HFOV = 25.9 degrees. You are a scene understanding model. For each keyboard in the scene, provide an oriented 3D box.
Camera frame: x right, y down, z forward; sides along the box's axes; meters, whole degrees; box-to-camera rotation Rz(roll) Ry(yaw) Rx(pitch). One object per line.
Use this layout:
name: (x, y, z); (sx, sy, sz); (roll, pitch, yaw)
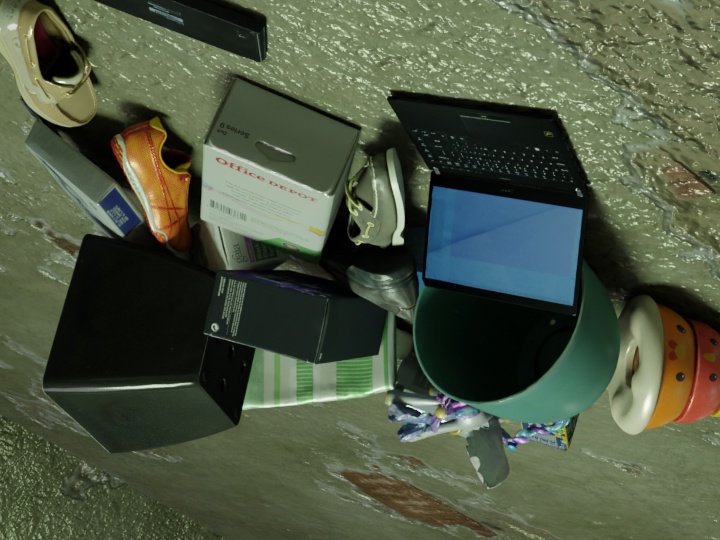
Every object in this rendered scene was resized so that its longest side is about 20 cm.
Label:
keyboard: (-0.181, -0.257, 1.460); (0.198, 0.021, 0.127); (21, 165, 5)

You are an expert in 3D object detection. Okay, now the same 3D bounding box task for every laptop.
laptop: (0.118, -0.062, 1.495); (0.176, 0.104, 0.200); (10, 156, 29)

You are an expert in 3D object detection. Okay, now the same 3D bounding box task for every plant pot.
plant pot: (-0.229, 0.091, 1.824); (0.175, 0.202, 0.200); (1, 152, 18)
plant pot: (0.179, 0.068, 1.633); (0.199, 0.203, 0.161); (6, 162, 38)

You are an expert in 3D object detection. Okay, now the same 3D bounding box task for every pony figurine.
pony figurine: (0.132, 0.159, 1.791); (0.198, 0.169, 0.192); (-6, 176, 35)

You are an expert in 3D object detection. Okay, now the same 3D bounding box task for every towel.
towel: (-0.052, 0.084, 1.885); (0.198, 0.154, 0.023); (-6, 161, 14)

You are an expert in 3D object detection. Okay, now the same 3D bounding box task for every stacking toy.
stacking toy: (0.371, 0.107, 1.660); (0.197, 0.148, 0.146); (5, 161, -8)

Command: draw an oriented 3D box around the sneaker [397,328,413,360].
sneaker: (-0.003, 0.066, 1.978); (0.199, 0.088, 0.074); (16, 173, -44)

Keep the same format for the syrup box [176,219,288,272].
syrup box: (-0.160, -0.022, 1.877); (0.081, 0.080, 0.200); (-13, 173, -25)

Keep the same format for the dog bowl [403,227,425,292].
dog bowl: (0.122, 0.023, 1.773); (0.199, 0.050, 0.111); (32, 157, -23)

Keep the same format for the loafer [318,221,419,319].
loafer: (0.000, 0.000, 1.743); (0.200, 0.072, 0.073); (34, 148, 57)

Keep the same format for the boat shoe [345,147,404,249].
boat shoe: (0.014, -0.070, 1.603); (0.059, 0.073, 0.202); (-4, 164, 0)

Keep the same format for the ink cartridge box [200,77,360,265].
ink cartridge box: (-0.088, -0.100, 1.646); (0.144, 0.088, 0.200); (22, 161, 2)

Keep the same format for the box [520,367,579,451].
box: (0.232, 0.151, 1.936); (0.064, 0.071, 0.200); (14, 157, 16)

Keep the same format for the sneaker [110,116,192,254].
sneaker: (-0.220, -0.090, 1.789); (0.201, 0.076, 0.073); (74, 170, -53)

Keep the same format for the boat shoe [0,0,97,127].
boat shoe: (-0.320, -0.212, 1.635); (0.069, 0.074, 0.200); (19, 159, 27)

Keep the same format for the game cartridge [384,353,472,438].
game cartridge: (0.104, 0.161, 2.011); (0.132, 0.041, 0.200); (19, -169, 5)

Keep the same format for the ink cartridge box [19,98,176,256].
ink cartridge box: (-0.323, -0.093, 1.871); (0.200, 0.041, 0.200); (39, 169, 31)

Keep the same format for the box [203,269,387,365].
box: (-0.067, 0.050, 1.773); (0.140, 0.080, 0.200); (16, -174, 20)
